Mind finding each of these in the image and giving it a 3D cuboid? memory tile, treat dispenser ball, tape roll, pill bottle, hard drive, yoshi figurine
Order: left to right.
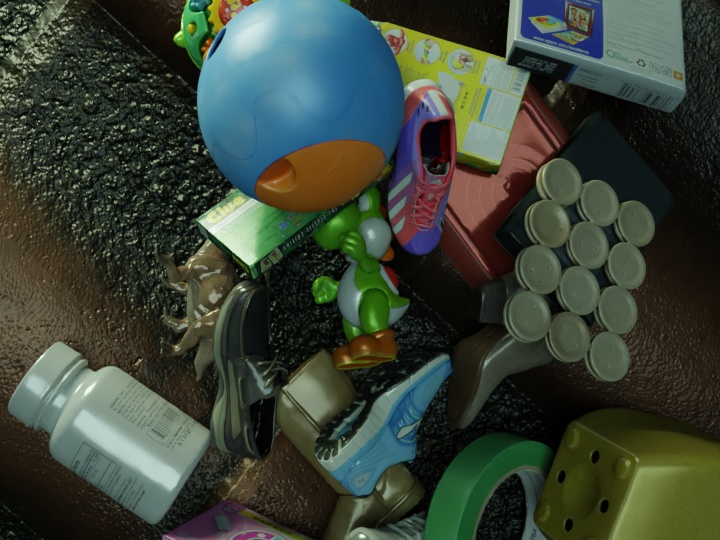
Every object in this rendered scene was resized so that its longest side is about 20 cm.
[{"bbox_3d":[-0.270,0.171,0.865,0.198,0.114,0.115,35,90,-3],"label":"pill bottle"},{"bbox_3d":[-0.056,-0.158,0.764,0.196,0.201,0.206,0,92,-3],"label":"treat dispenser ball"},{"bbox_3d":[-0.015,0.000,0.873,0.110,0.112,0.204,-8,75,19],"label":"yoshi figurine"},{"bbox_3d":[0.154,0.282,0.869,0.198,0.048,0.205,-3,95,-39],"label":"tape roll"},{"bbox_3d":[0.227,-0.002,0.822,0.151,0.017,0.203,24,71,-15],"label":"memory tile"},{"bbox_3d":[0.250,-0.059,0.871,0.140,0.033,0.200,45,67,-7],"label":"hard drive"}]

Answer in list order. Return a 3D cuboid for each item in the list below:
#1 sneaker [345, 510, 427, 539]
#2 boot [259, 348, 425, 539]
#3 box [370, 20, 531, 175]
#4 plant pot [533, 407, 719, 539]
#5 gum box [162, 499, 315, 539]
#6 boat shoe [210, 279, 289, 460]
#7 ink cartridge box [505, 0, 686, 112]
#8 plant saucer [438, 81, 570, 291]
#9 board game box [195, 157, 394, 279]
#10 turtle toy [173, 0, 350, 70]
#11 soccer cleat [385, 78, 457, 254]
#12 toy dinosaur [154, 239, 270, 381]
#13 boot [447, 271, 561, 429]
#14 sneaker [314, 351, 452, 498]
[{"bbox_3d":[0.051,0.294,0.861,0.070,0.200,0.081,28,82,38],"label":"sneaker"},{"bbox_3d":[-0.045,0.222,0.906,0.175,0.066,0.201,-40,94,-13],"label":"boot"},{"bbox_3d":[0.077,-0.193,0.883,0.196,0.048,0.119,20,84,6],"label":"box"},{"bbox_3d":[0.299,0.252,0.826,0.197,0.195,0.198,21,91,-23],"label":"plant pot"},{"bbox_3d":[-0.100,0.321,0.835,0.197,0.113,0.068,15,101,25],"label":"gum box"},{"bbox_3d":[-0.108,0.108,0.845,0.072,0.074,0.204,18,116,26],"label":"boat shoe"},{"bbox_3d":[0.262,-0.287,0.890,0.194,0.047,0.203,14,58,-4],"label":"ink cartridge box"},{"bbox_3d":[0.171,-0.088,0.916,0.199,0.037,0.201,-38,93,0],"label":"plant saucer"},{"bbox_3d":[-0.068,-0.080,0.850,0.199,0.024,0.104,-39,55,-20],"label":"board game box"},{"bbox_3d":[-0.107,-0.273,0.863,0.196,0.101,0.149,-15,93,-2],"label":"turtle toy"},{"bbox_3d":[0.067,-0.091,0.831,0.067,0.074,0.203,-9,127,-13],"label":"soccer cleat"},{"bbox_3d":[-0.154,0.029,0.884,0.132,0.086,0.205,-2,98,-10],"label":"toy dinosaur"},{"bbox_3d":[0.184,0.089,0.908,0.143,0.070,0.204,1,116,-20],"label":"boot"},{"bbox_3d":[0.036,0.165,0.880,0.200,0.078,0.091,-42,110,-30],"label":"sneaker"}]
